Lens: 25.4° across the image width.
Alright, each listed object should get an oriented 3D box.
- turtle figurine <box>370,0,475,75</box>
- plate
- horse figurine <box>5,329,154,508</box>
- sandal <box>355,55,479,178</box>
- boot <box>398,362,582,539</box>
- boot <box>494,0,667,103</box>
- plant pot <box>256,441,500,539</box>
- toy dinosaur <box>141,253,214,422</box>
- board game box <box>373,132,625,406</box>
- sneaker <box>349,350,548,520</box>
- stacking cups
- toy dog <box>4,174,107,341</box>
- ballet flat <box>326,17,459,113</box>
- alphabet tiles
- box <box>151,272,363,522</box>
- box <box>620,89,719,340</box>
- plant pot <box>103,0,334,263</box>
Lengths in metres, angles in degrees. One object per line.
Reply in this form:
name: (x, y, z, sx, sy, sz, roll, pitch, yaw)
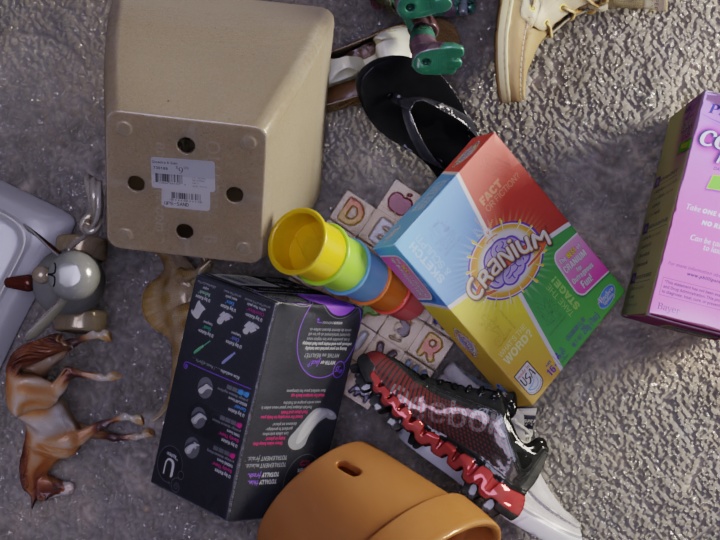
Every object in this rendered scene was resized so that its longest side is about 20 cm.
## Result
turtle figurine: (0.048, -0.274, 1.469, 0.101, 0.200, 0.150, -28, 131, 17)
plate: (-0.405, -0.008, 1.520, 0.200, 0.032, 0.200, 28, 90, 3)
horse figurine: (-0.274, 0.125, 1.467, 0.133, 0.050, 0.200, -15, 131, 2)
sandal: (0.078, -0.122, 1.467, 0.076, 0.043, 0.200, -45, 109, -2)
boot: (0.140, 0.170, 1.474, 0.200, 0.074, 0.096, 35, 94, 2)
boot: (0.207, -0.246, 1.486, 0.155, 0.073, 0.200, 9, 83, 5)
plant pot: (0.005, 0.245, 1.399, 0.200, 0.200, 0.140, -44, 63, 0)
toy dinosaur: (-0.161, 0.040, 1.508, 0.101, 0.058, 0.200, -11, 80, 16)
board game box: (0.128, 0.000, 1.442, 0.200, 0.040, 0.153, 48, 67, -15)
sneaker: (0.085, 0.128, 1.423, 0.200, 0.071, 0.098, 40, 89, 9)
stacking cups: (0.000, 0.000, 1.420, 0.060, 0.200, 0.061, -11, 69, 32)
toy dog: (-0.280, 0.005, 1.440, 0.096, 0.200, 0.132, 0, 65, -6)
ballet flat: (-0.001, -0.190, 1.491, 0.200, 0.072, 0.068, -17, 83, 1)
alphabet tiles: (0.020, 0.023, 1.517, 0.166, 0.006, 0.200, 34, 89, 3)
box: (-0.093, 0.112, 1.431, 0.106, 0.122, 0.200, 19, 98, 39)
box: (0.313, -0.043, 1.424, 0.097, 0.176, 0.200, 14, 88, 3)
plant pot: (-0.138, -0.113, 1.402, 0.200, 0.177, 0.200, 7, 124, 2)
